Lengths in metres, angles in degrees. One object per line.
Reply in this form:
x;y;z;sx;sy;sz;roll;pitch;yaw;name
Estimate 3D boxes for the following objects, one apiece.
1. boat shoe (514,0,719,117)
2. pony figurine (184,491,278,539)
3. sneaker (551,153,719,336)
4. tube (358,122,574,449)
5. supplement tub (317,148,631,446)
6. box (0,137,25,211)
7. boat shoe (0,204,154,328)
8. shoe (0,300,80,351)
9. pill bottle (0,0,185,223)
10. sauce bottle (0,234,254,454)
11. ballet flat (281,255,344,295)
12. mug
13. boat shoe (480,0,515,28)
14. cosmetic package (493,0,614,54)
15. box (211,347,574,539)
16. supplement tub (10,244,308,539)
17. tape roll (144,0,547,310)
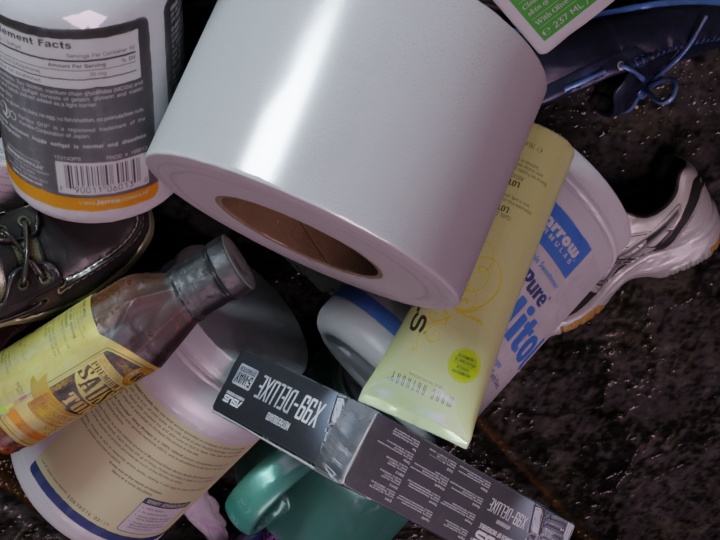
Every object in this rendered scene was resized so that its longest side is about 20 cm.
0.161;-0.133;0.873;0.197;0.070;0.084;-13;176;-5;boat shoe
-0.092;0.247;1.114;0.197;0.167;0.195;-17;144;-22;pony figurine
0.177;-0.023;0.999;0.198;0.076;0.088;-29;123;0;sneaker
0.073;0.005;0.806;0.052;0.058;0.202;31;79;-27;tube
0.077;0.008;0.897;0.200;0.131;0.132;-47;133;-11;supplement tub
-0.265;-0.061;0.764;0.042;0.039;0.199;-56;163;13;box
-0.225;0.000;0.819;0.198;0.073;0.066;-24;175;-5;boat shoe
-0.261;0.041;0.899;0.198;0.092;0.072;-24;133;5;shoe
-0.160;-0.138;0.756;0.114;0.117;0.202;-6;131;-11;pill bottle
-0.160;0.045;0.831;0.198;0.066;0.066;-32;132;10;sauce bottle
0.000;0.000;0.961;0.069;0.070;0.199;-41;129;21;ballet flat
-0.012;0.142;1.002;0.151;0.186;0.115;31;119;-12;mug
0.092;-0.180;0.833;0.196;0.057;0.068;-8;133;-10;boat shoe
0.070;-0.221;0.657;0.107;0.086;0.199;-37;132;20;cosmetic package
0.022;0.128;0.844;0.199;0.157;0.050;34;81;-37;box
-0.146;0.093;0.945;0.144;0.146;0.200;29;118;-35;supplement tub
-0.008;-0.081;0.750;0.202;0.201;0.141;32;78;-36;tape roll
